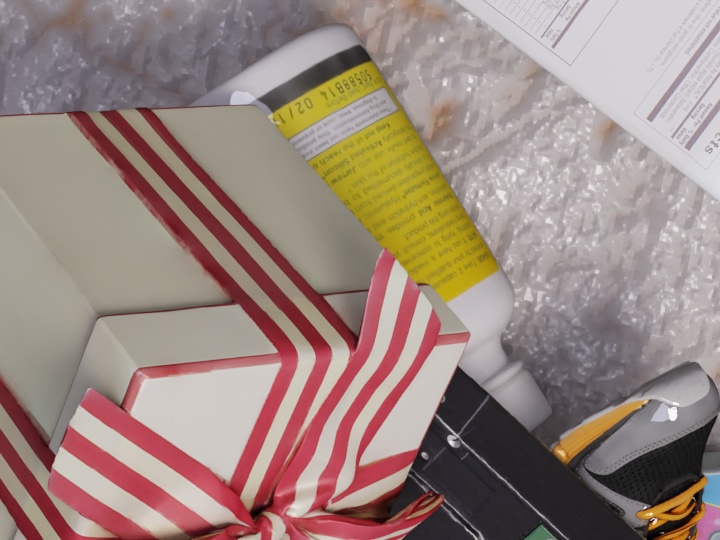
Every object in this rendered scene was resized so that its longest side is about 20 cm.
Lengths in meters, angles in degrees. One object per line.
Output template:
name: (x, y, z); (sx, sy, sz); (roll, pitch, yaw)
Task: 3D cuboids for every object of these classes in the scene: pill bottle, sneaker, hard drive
pill bottle: (0.000, 0.000, 1.244); (0.111, 0.111, 0.200); (-33, 88, 13)
sneaker: (0.116, 0.113, 1.210); (0.077, 0.078, 0.200); (52, 146, 23)
hard drive: (0.058, 0.137, 1.191); (0.200, 0.038, 0.140); (43, 134, 2)

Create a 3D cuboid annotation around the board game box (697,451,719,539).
board game box: (0.224, 0.180, 1.241); (0.147, 0.064, 0.201); (-4, 94, 12)

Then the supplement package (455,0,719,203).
supplement package: (0.124, -0.152, 1.181); (0.200, 0.152, 0.151); (37, 102, 6)

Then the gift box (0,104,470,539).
gift box: (-0.080, 0.042, 1.101); (0.187, 0.184, 0.200); (50, 134, 34)
